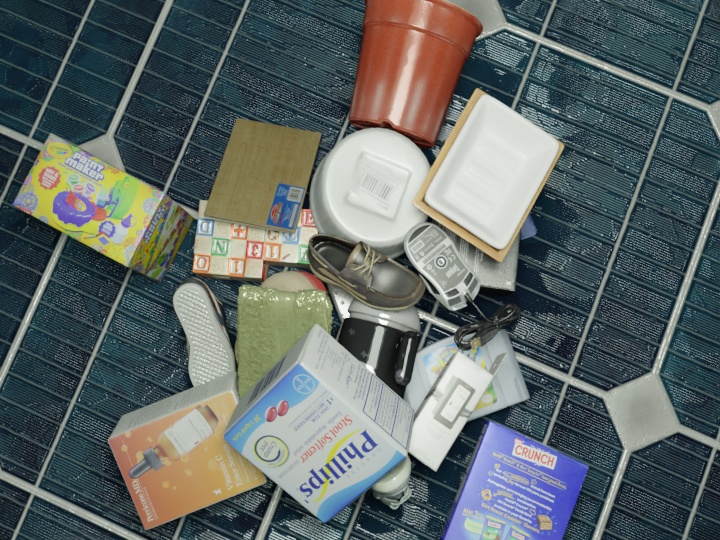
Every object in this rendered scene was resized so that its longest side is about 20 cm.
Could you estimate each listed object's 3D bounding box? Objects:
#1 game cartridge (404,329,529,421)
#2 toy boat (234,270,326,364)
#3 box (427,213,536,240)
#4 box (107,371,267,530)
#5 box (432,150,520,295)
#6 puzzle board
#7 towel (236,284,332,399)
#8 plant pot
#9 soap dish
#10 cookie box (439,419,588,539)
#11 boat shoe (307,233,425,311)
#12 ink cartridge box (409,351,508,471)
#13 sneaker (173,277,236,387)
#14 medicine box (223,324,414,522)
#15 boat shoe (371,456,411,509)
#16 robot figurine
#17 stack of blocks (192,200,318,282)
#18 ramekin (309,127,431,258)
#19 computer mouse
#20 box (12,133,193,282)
[{"bbox_3d":[0.156,0.172,1.324,0.196,0.041,0.136,-20,79,-1],"label":"game cartridge"},{"bbox_3d":[-0.102,0.096,1.301,0.131,0.129,0.203,47,123,33],"label":"toy boat"},{"bbox_3d":[0.180,-0.082,1.359,0.196,0.032,0.124,-21,82,-2],"label":"box"},{"bbox_3d":[-0.255,0.270,1.265,0.196,0.106,0.155,-21,100,-2],"label":"box"},{"bbox_3d":[0.179,-0.073,1.302,0.137,0.079,0.205,7,83,7],"label":"box"},{"bbox_3d":[-0.155,-0.154,1.348,0.147,0.018,0.204,10,59,3],"label":"puzzle board"},{"bbox_3d":[-0.109,0.114,1.201,0.144,0.037,0.204,4,117,7],"label":"towel"},{"bbox_3d":[0.074,-0.310,1.321,0.196,0.201,0.200,16,91,3],"label":"plant pot"},{"bbox_3d":[0.184,-0.137,1.221,0.155,0.081,0.203,31,81,-2],"label":"soap dish"},{"bbox_3d":[0.233,0.357,1.276,0.168,0.075,0.204,24,84,5],"label":"cookie box"},{"bbox_3d":[0.000,0.000,1.219,0.196,0.074,0.076,17,68,26],"label":"boat shoe"},{"bbox_3d":[0.136,0.191,1.247,0.067,0.116,0.202,33,83,6],"label":"ink cartridge box"},{"bbox_3d":[-0.242,0.107,1.327,0.076,0.080,0.205,-10,107,-1],"label":"sneaker"},{"bbox_3d":[-0.055,0.215,1.164,0.199,0.103,0.182,41,116,-10],"label":"medicine box"},{"bbox_3d":[0.046,0.308,1.228,0.069,0.201,0.072,-32,91,-10],"label":"boat shoe"},{"bbox_3d":[0.023,0.131,1.272,0.147,0.125,0.205,13,81,18],"label":"robot figurine"},{"bbox_3d":[-0.164,-0.043,1.347,0.195,0.059,0.118,4,83,2],"label":"stack of blocks"},{"bbox_3d":[0.022,-0.120,1.289,0.195,0.098,0.206,1,82,-8],"label":"ramekin"},{"bbox_3d":[0.138,0.017,1.232,0.109,0.044,0.202,-35,83,-10],"label":"computer mouse"},{"bbox_3d":[-0.389,-0.091,1.292,0.197,0.193,0.124,27,84,5],"label":"box"}]
